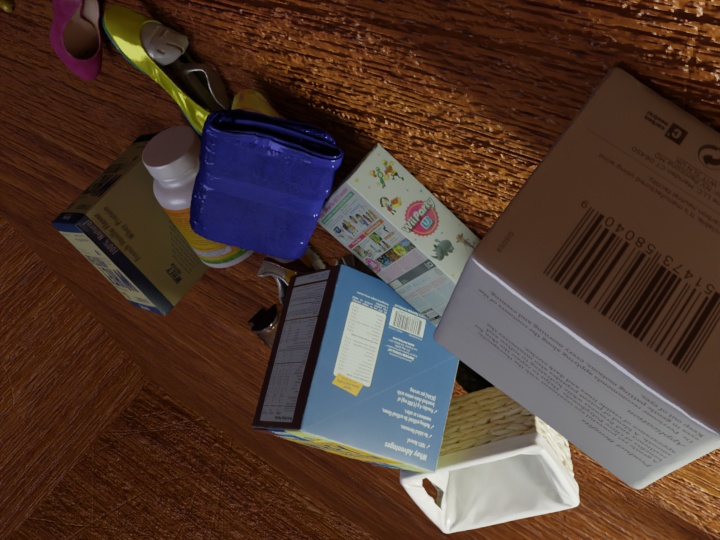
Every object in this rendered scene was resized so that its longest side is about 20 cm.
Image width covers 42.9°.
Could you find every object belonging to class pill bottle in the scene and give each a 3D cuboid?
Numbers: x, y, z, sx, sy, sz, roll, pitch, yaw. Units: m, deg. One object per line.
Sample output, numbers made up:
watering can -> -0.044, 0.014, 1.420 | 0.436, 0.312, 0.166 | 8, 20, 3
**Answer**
pill bottle -> -0.226, -0.106, 1.307 | 0.111, 0.111, 0.200 | 23, 154, 39

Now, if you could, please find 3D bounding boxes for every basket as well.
basket -> 0.168, 0.240, 1.192 | 0.199, 0.124, 0.136 | -19, 126, 25

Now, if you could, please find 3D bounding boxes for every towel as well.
towel -> -0.109, -0.094, 1.015 | 0.147, 0.050, 0.200 | 15, 144, -8

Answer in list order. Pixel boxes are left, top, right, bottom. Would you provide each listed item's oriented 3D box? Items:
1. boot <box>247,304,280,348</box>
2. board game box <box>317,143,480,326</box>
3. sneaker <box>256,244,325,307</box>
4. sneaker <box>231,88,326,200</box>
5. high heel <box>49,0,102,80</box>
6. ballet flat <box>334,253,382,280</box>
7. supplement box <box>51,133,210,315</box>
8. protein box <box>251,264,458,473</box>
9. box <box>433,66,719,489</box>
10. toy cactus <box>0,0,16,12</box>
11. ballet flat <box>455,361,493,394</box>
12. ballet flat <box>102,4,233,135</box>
boot -> -0.121, 0.157, 1.738 | 0.200, 0.064, 0.186 | 47, 172, -9
board game box -> 0.053, -0.033, 1.030 | 0.200, 0.064, 0.147 | 42, 160, -6
sneaker -> -0.071, 0.044, 1.371 | 0.200, 0.090, 0.075 | 47, 159, -16
sneaker -> -0.095, -0.136, 1.078 | 0.200, 0.078, 0.091 | 63, -168, -51
high heel -> -0.355, -0.309, 1.185 | 0.096, 0.067, 0.201 | 43, 150, 26
ballet flat -> 0.000, 0.000, 1.223 | 0.200, 0.067, 0.063 | -19, 92, 63
supplement box -> -0.326, -0.073, 1.428 | 0.200, 0.200, 0.134 | 50, 158, -26
protein box -> 0.001, 0.125, 1.135 | 0.198, 0.201, 0.135 | 22, 163, -27
box -> 0.194, 0.010, 0.667 | 0.199, 0.200, 0.172 | 36, 158, 11
toy cactus -> -0.529, -0.429, 1.231 | 0.200, 0.102, 0.166 | 30, 149, 50
ballet flat -> 0.134, 0.152, 1.264 | 0.200, 0.057, 0.066 | 39, -174, 5
ballet flat -> -0.217, -0.244, 1.094 | 0.067, 0.067, 0.200 | -13, 130, 40
